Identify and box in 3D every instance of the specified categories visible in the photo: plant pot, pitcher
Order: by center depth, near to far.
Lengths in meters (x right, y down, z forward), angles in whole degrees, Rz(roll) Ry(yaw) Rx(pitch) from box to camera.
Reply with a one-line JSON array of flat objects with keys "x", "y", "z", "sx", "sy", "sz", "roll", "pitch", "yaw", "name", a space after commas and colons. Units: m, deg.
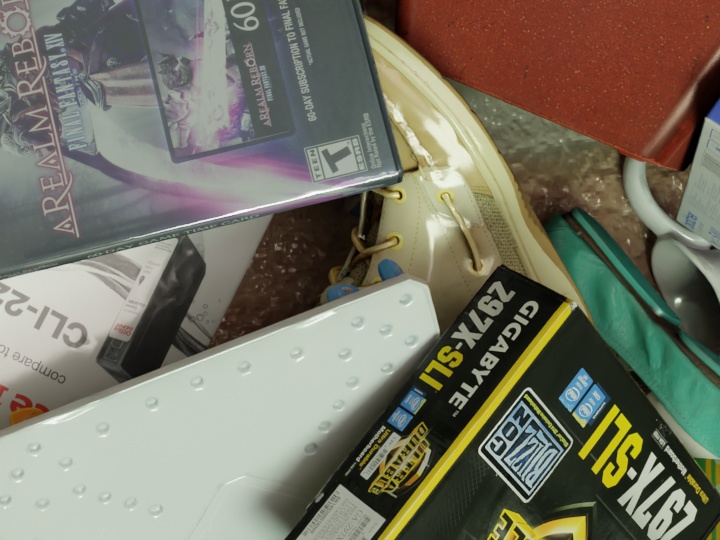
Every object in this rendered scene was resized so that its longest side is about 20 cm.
[{"x": 0.120, "y": -0.153, "z": 0.745, "sx": 0.199, "sy": 0.200, "sz": 0.177, "roll": 25, "pitch": 99, "yaw": 14, "name": "plant pot"}, {"x": 0.254, "y": -0.020, "z": 0.872, "sx": 0.199, "sy": 0.121, "sz": 0.172, "roll": -18, "pitch": 85, "yaw": -10, "name": "pitcher"}]

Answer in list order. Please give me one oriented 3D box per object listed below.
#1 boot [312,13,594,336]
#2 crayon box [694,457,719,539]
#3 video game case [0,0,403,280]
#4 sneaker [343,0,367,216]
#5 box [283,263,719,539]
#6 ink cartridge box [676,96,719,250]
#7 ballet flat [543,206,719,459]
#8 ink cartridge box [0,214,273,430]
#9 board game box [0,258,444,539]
[{"x": 0.000, "y": 0.000, "z": 0.715, "sx": 0.155, "sy": 0.073, "sz": 0.200, "roll": -38, "pitch": 115, "yaw": -7, "name": "boot"}, {"x": 0.234, "y": 0.149, "z": 0.760, "sx": 0.125, "sy": 0.200, "sz": 0.052, "roll": -14, "pitch": 132, "yaw": -12, "name": "crayon box"}, {"x": -0.095, "y": -0.082, "z": 0.657, "sx": 0.199, "sy": 0.019, "sz": 0.144, "roll": -14, "pitch": 79, "yaw": -4, "name": "video game case"}, {"x": -0.029, "y": -0.116, "z": 0.770, "sx": 0.072, "sy": 0.072, "sz": 0.200, "roll": -36, "pitch": 100, "yaw": -9, "name": "sneaker"}, {"x": 0.069, "y": 0.115, "z": 0.689, "sx": 0.160, "sy": 0.049, "sz": 0.200, "roll": -52, "pitch": 136, "yaw": -10, "name": "box"}, {"x": 0.196, "y": -0.070, "z": 0.732, "sx": 0.044, "sy": 0.200, "sz": 0.094, "roll": 36, "pitch": 86, "yaw": 12, "name": "ink cartridge box"}, {"x": 0.147, "y": 0.050, "z": 0.798, "sx": 0.070, "sy": 0.200, "sz": 0.067, "roll": -50, "pitch": 142, "yaw": 13, "name": "ballet flat"}, {"x": -0.133, "y": -0.013, "z": 0.718, "sx": 0.144, "sy": 0.084, "sz": 0.201, "roll": 30, "pitch": 80, "yaw": -21, "name": "ink cartridge box"}, {"x": -0.048, "y": 0.107, "z": 0.682, "sx": 0.199, "sy": 0.026, "sz": 0.201, "roll": -21, "pitch": 127, "yaw": -7, "name": "board game box"}]
